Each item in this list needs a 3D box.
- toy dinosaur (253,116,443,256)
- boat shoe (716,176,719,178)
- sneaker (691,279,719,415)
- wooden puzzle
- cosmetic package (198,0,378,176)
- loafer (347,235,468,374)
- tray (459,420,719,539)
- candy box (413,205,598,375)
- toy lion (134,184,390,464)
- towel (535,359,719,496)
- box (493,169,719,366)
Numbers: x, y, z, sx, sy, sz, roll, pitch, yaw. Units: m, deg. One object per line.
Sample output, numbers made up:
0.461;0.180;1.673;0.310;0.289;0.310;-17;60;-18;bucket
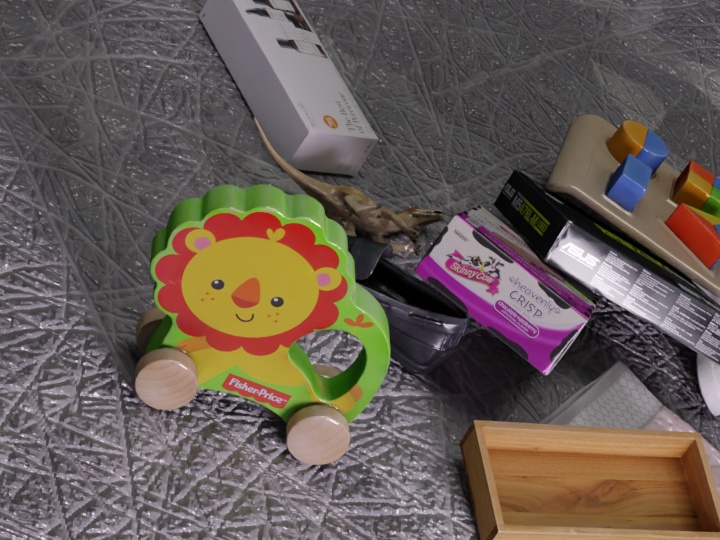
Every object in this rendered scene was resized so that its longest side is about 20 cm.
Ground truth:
-0.012;-0.052;1.838;0.199;0.058;0.101;23;19;-31;toy dinosaur
0.344;-0.067;2.137;0.199;0.076;0.072;0;44;-44;boat shoe
0.350;0.047;1.975;0.073;0.084;0.201;54;27;-36;sneaker
0.275;-0.070;1.980;0.199;0.046;0.185;30;28;-1;wooden puzzle
-0.065;-0.173;1.929;0.082;0.051;0.201;1;46;-39;cosmetic package
0.000;0.000;1.751;0.200;0.071;0.068;37;33;4;loafer
0.181;0.171;1.684;0.198;0.037;0.099;5;51;-21;tray
0.124;0.012;1.786;0.136;0.061;0.200;38;8;4;candy box
-0.064;0.029;1.548;0.199;0.192;0.069;22;35;-19;toy lion
0.236;0.173;1.780;0.191;0.032;0.200;43;35;12;towel
0.225;-0.003;1.899;0.199;0.048;0.193;31;6;-16;box
